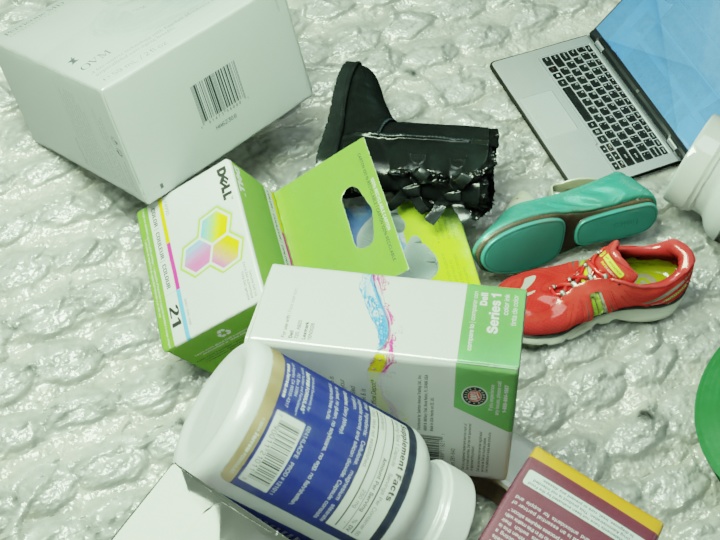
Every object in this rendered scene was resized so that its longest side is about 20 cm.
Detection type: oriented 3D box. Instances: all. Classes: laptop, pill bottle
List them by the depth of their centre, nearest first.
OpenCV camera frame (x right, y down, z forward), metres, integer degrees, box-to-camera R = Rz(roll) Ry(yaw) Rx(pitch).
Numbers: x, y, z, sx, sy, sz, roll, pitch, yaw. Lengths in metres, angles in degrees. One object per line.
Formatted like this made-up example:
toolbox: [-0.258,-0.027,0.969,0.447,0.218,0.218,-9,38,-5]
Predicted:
pill bottle: [-0.023,0.144,0.826,0.200,0.116,0.116,32,55,-18]
pill bottle: [0.396,-0.058,1.083,0.200,0.116,0.116,33,59,14]
laptop: [0.268,-0.204,1.166,0.200,0.116,0.187,-18,60,-17]

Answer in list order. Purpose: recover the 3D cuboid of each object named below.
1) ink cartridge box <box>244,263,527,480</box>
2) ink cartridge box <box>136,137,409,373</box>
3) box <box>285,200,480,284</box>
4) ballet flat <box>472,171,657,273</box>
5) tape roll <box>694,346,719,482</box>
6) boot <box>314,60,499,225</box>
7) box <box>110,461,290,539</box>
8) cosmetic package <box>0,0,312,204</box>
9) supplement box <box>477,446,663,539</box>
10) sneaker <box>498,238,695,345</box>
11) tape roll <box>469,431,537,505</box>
ink cartridge box: [0.022,0.079,0.893,0.200,0.145,0.084,6,48,8]
ink cartridge box: [-0.078,-0.025,0.974,0.200,0.076,0.148,-29,58,18]
box: [0.000,0.000,1.043,0.200,0.048,0.122,-7,57,-12]
ballet flat: [0.183,-0.049,1.091,0.200,0.067,0.070,-15,44,-19]
tape roll: [0.379,0.118,0.947,0.200,0.048,0.201,-18,50,22]
boot: [0.049,-0.124,1.088,0.162,0.073,0.198,4,42,6]
box: [-0.117,0.252,0.771,0.124,0.200,0.149,30,58,13]
cosmetic package: [-0.191,-0.188,1.060,0.199,0.123,0.200,-38,42,-27]
supplement box: [0.119,0.244,0.828,0.110,0.086,0.200,30,59,13]
sneaker: [0.207,0.007,1.038,0.200,0.085,0.077,-13,58,-14]
tape roll: [0.082,0.214,0.917,0.202,0.037,0.203,3,57,-4]
